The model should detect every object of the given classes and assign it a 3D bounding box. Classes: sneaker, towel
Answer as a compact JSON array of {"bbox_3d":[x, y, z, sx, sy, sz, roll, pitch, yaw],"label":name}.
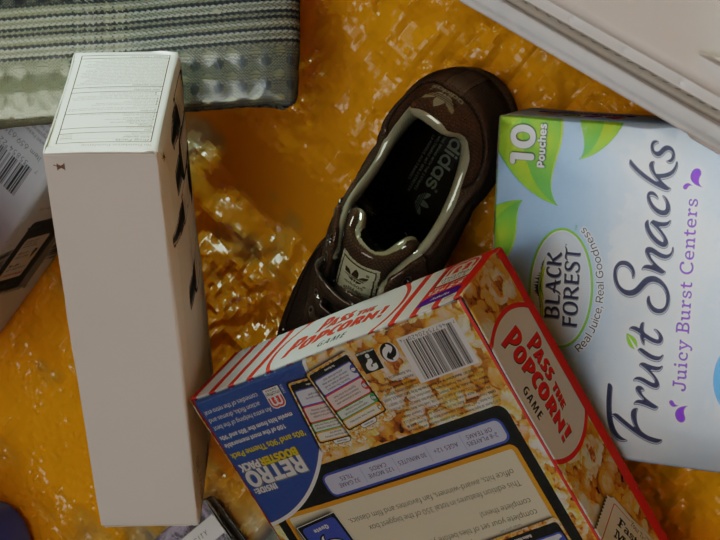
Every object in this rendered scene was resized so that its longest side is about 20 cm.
[{"bbox_3d":[0.000,0.000,0.773,0.070,0.075,0.201,29,108,17],"label":"sneaker"},{"bbox_3d":[-0.125,-0.158,0.788,0.199,0.035,0.193,-2,84,5],"label":"towel"}]

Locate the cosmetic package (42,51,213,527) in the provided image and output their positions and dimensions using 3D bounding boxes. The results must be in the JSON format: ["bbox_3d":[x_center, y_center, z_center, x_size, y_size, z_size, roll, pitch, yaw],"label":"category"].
[{"bbox_3d":[-0.096,0.012,0.767,0.050,0.083,0.201,1,126,3],"label":"cosmetic package"}]

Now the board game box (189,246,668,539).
[{"bbox_3d":[0.040,0.106,0.745,0.151,0.046,0.200,-21,105,35],"label":"board game box"}]

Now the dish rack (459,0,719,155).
[{"bbox_3d":[0.131,-0.151,0.684,0.200,0.044,0.172,34,98,24],"label":"dish rack"}]

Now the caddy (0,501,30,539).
[{"bbox_3d":[-0.254,0.187,0.895,0.141,0.105,0.201,24,107,19],"label":"caddy"}]

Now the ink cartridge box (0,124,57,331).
[{"bbox_3d":[-0.205,-0.040,0.861,0.116,0.067,0.200,44,111,11],"label":"ink cartridge box"}]

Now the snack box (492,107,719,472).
[{"bbox_3d":[0.155,0.010,0.720,0.199,0.053,0.143,6,99,23],"label":"snack box"}]

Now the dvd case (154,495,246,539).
[{"bbox_3d":[-0.066,0.233,0.870,0.149,0.016,0.200,-41,81,24],"label":"dvd case"}]
